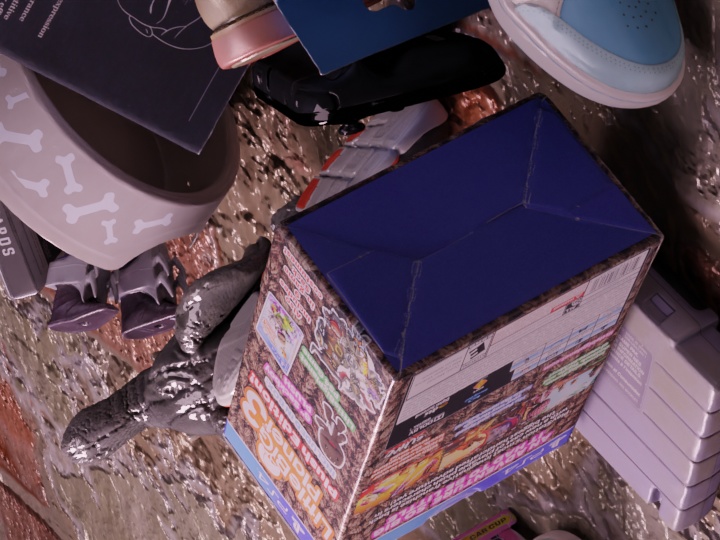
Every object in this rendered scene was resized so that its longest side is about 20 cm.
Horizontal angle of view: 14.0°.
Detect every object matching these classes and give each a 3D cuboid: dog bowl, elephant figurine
[{"bbox_3d":[-0.154,-0.096,1.725,0.059,0.200,0.200,-40,77,30],"label":"dog bowl"},{"bbox_3d":[-0.057,0.051,1.663,0.142,0.200,0.155,43,148,34],"label":"elephant figurine"}]

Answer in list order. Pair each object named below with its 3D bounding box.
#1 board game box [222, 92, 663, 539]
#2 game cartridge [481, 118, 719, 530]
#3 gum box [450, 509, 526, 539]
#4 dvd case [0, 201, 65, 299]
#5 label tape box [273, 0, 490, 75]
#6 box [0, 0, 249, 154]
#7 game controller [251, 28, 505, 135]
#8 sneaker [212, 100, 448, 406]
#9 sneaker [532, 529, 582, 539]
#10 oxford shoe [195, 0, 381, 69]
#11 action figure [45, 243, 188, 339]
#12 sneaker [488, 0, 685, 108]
[{"bbox_3d":[0.035,0.034,1.420,0.097,0.159,0.200,52,152,21],"label":"board game box"},{"bbox_3d":[0.118,0.024,1.496,0.200,0.038,0.130,47,147,28],"label":"game cartridge"},{"bbox_3d":[0.040,0.227,1.756,0.066,0.113,0.200,53,153,17],"label":"gum box"},{"bbox_3d":[-0.205,-0.090,1.845,0.025,0.200,0.150,-12,111,19],"label":"dvd case"},{"bbox_3d":[-0.010,-0.208,1.386,0.200,0.144,0.063,55,141,11],"label":"label tape box"},{"bbox_3d":[-0.142,-0.176,1.555,0.200,0.149,0.107,27,-176,-44],"label":"box"},{"bbox_3d":[0.006,-0.099,1.461,0.200,0.104,0.042,-137,42,-77],"label":"game controller"},{"bbox_3d":[0.000,0.000,1.582,0.082,0.200,0.077,32,-176,-18],"label":"sneaker"},{"bbox_3d":[0.117,0.254,1.625,0.074,0.118,0.200,-34,84,43],"label":"sneaker"},{"bbox_3d":[-0.026,-0.157,1.446,0.071,0.200,0.074,-24,95,23],"label":"oxford shoe"},{"bbox_3d":[-0.154,-0.059,1.806,0.069,0.130,0.200,-28,63,44],"label":"action figure"},{"bbox_3d":[0.097,-0.174,1.305,0.200,0.080,0.131,58,155,7],"label":"sneaker"}]
